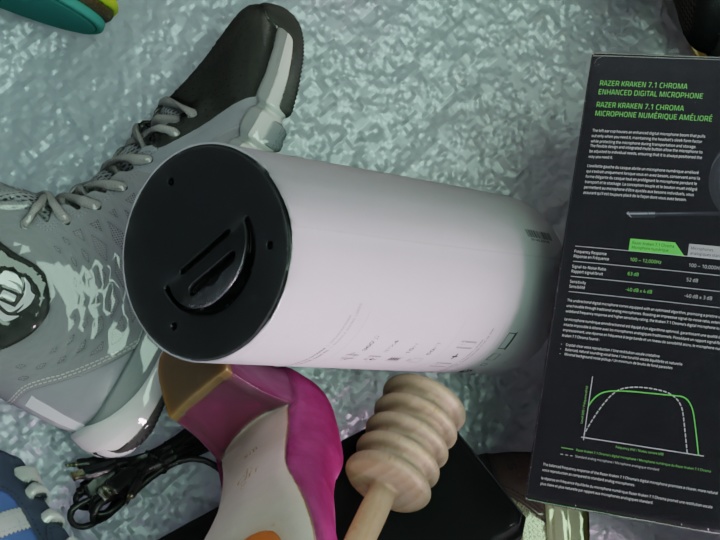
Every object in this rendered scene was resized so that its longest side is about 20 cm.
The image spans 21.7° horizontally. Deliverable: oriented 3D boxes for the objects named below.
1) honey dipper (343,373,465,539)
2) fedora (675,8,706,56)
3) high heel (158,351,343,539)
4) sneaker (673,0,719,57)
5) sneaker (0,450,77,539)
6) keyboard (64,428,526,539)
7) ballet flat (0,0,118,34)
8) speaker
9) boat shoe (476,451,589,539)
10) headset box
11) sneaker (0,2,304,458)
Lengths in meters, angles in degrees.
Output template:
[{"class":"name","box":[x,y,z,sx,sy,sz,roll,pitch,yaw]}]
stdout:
[{"class":"honey dipper","box":[-0.009,0.128,0.730,0.038,0.038,0.200,38,54,-17]},{"class":"fedora","box":[0.244,-0.149,0.887,0.200,0.082,0.202,1,89,-21]},{"class":"high heel","box":[-0.022,0.108,0.688,0.067,0.200,0.096,-41,128,11]},{"class":"sneaker","box":[0.117,-0.180,0.826,0.114,0.076,0.200,-2,68,-7]},{"class":"sneaker","box":[-0.106,0.129,0.696,0.146,0.081,0.201,7,47,-13]},{"class":"keyboard","box":[-0.042,0.106,0.773,0.199,0.021,0.127,-25,62,-27]},{"class":"ballet flat","box":[-0.182,-0.154,0.732,0.199,0.067,0.067,17,81,-18]},{"class":"speaker","box":[0.000,0.000,0.741,0.200,0.081,0.082,6,87,-54]},{"class":"boat shoe","box":[0.064,0.178,0.825,0.066,0.072,0.202,2,88,0]},{"class":"headset box","box":[0.161,0.011,0.806,0.174,0.092,0.201,18,80,-57]},{"class":"sneaker","box":[-0.105,-0.035,0.757,0.115,0.075,0.201,25,80,-15]}]
